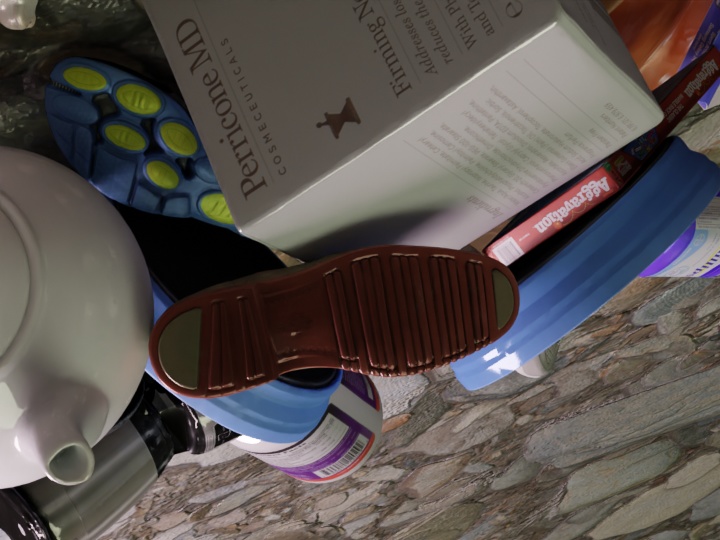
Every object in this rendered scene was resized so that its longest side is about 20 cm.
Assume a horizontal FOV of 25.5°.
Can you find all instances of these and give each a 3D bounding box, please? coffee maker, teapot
[{"bbox_3d":[-0.188,0.078,1.098,0.200,0.193,0.135,-36,-176,-24],"label":"coffee maker"},{"bbox_3d":[-0.211,0.014,0.821,0.199,0.198,0.146,0,167,10],"label":"teapot"}]

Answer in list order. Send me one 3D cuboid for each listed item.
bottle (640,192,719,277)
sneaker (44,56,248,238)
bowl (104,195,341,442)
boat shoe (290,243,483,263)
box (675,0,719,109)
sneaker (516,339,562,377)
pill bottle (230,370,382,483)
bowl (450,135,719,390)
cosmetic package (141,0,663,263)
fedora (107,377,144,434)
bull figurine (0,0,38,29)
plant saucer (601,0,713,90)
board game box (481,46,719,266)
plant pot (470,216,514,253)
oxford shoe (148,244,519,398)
[{"bbox_3d":[0.306,-0.032,1.397,0.199,0.065,0.084,1,144,-42],"label":"bottle"},{"bbox_3d":[-0.107,-0.073,0.950,0.199,0.083,0.071,22,108,-38],"label":"sneaker"},{"bbox_3d":[-0.091,0.018,0.980,0.039,0.201,0.200,-46,149,18],"label":"bowl"},{"bbox_3d":[0.000,0.000,1.012,0.073,0.063,0.200,33,168,-31],"label":"boat shoe"},{"bbox_3d":[0.300,-0.183,1.085,0.199,0.042,0.119,-22,153,-25],"label":"box"},{"bbox_3d":[0.161,0.000,1.183,0.075,0.082,0.201,-55,161,-58],"label":"sneaker"},{"bbox_3d":[-0.062,0.099,1.284,0.111,0.112,0.200,-28,154,9],"label":"pill bottle"},{"bbox_3d":[0.127,-0.008,0.953,0.200,0.039,0.201,-41,-178,2],"label":"bowl"},{"bbox_3d":[0.024,-0.117,0.866,0.200,0.168,0.166,-33,154,18],"label":"cosmetic package"},{"bbox_3d":[-0.220,0.023,0.961,0.200,0.200,0.092,0,119,-41],"label":"fedora"},{"bbox_3d":[-0.181,-0.171,0.684,0.121,0.065,0.200,-48,161,-33],"label":"bull figurine"},{"bbox_3d":[0.171,-0.147,1.045,0.200,0.032,0.201,-35,159,-16],"label":"plant saucer"},{"bbox_3d":[0.155,-0.071,0.981,0.103,0.019,0.200,-35,-175,41],"label":"board game box"},{"bbox_3d":[0.055,-0.045,1.125,0.200,0.093,0.201,-19,154,-10],"label":"plant pot"},{"bbox_3d":[-0.016,0.020,0.856,0.199,0.071,0.075,-6,-171,-8],"label":"oxford shoe"}]
